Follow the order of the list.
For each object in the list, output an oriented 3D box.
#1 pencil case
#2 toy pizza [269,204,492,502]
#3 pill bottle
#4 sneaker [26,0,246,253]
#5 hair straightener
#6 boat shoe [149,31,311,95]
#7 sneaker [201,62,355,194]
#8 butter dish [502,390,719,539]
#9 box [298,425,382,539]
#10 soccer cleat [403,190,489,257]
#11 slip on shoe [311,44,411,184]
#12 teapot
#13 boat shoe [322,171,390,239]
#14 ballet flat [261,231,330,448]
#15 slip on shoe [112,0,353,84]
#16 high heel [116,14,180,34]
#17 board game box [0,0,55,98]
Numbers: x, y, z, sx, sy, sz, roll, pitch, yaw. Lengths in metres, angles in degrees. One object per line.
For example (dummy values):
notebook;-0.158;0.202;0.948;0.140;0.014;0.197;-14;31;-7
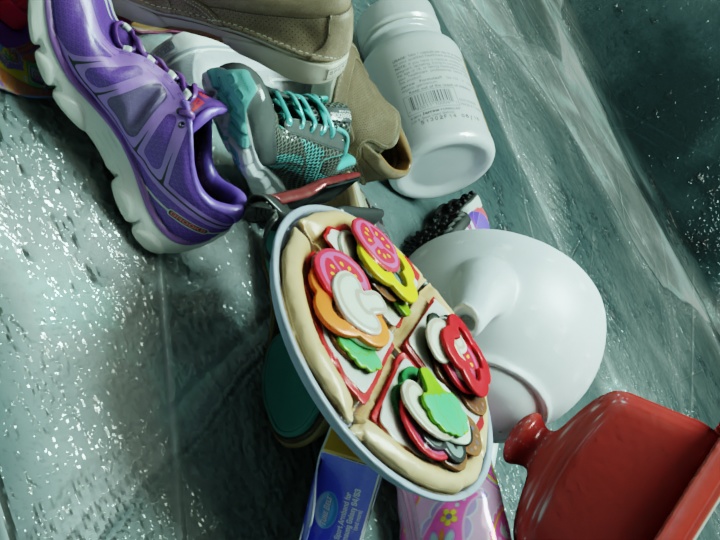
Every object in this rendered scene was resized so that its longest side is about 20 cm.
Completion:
pencil case;0.067;0.207;0.722;0.087;0.087;0.200;37;36;-43
toy pizza;0.024;0.041;0.612;0.200;0.032;0.200;40;30;-29
pill bottle;0.061;-0.187;1.077;0.114;0.114;0.200;24;44;-53
sneaker;-0.131;-0.110;0.634;0.200;0.083;0.081;63;21;-21
hair straightener;-0.022;-0.027;0.696;0.077;0.041;0.200;57;16;4
boat shoe;-0.081;-0.142;0.802;0.069;0.072;0.200;63;24;10
sneaker;-0.051;-0.102;0.724;0.078;0.091;0.200;63;-1;13
butter dish;0.174;0.159;0.750;0.148;0.200;0.200;31;-4;19
box;-0.001;0.118;0.649;0.041;0.119;0.200;15;30;3
soccer cleat;0.098;-0.024;1.043;0.073;0.068;0.200;63;22;-9
slip on shoe;0.004;-0.127;0.860;0.200;0.060;0.076;72;32;-67
teapot;0.101;0.076;0.832;0.200;0.197;0.146;36;52;-21
boat shoe;0.000;0.000;0.821;0.065;0.072;0.200;31;33;-41
ballet flat;-0.031;0.044;0.721;0.063;0.069;0.200;47;28;-44
slip on shoe;-0.097;-0.187;0.664;0.200;0.061;0.076;27;47;11
high heel;-0.115;-0.194;0.788;0.200;0.067;0.096;18;39;-50
board game box;-0.224;-0.204;0.630;0.200;0.039;0.158;64;25;3
